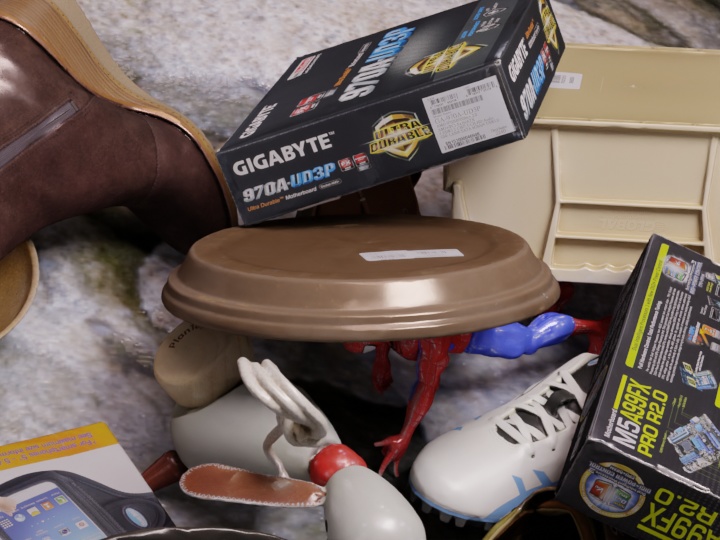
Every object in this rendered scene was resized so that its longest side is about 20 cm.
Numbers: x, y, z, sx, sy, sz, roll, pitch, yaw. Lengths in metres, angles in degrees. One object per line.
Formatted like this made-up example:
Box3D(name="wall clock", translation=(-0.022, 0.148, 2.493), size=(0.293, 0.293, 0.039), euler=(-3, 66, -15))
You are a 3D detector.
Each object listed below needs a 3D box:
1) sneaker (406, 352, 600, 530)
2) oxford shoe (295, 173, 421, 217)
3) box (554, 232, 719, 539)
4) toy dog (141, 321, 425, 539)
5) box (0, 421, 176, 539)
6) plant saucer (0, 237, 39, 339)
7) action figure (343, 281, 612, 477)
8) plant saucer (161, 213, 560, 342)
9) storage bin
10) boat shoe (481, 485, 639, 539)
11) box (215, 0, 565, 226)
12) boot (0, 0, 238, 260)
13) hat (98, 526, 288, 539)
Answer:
Box3D(name="sneaker", translation=(0.105, 0.079, 1.192), size=(0.200, 0.073, 0.072), euler=(-18, 42, -36))
Box3D(name="oxford shoe", translation=(-0.002, -0.028, 1.311), size=(0.071, 0.071, 0.200), euler=(19, 34, 2))
Box3D(name="box", translation=(0.194, 0.077, 1.137), size=(0.160, 0.044, 0.200), euler=(24, 34, 1))
Box3D(name="toy dog", translation=(-0.052, 0.102, 1.090), size=(0.132, 0.096, 0.200), euler=(46, -2, -16))
Box3D(name="box", translation=(-0.130, 0.155, 1.046), size=(0.119, 0.042, 0.200), euler=(-12, 40, -30))
Box3D(name="plant saucer", translation=(-0.273, 0.006, 1.208), size=(0.200, 0.035, 0.200), euler=(9, 36, -6))
Box3D(name="action figure", translation=(0.049, 0.053, 1.230), size=(0.065, 0.099, 0.200), euler=(38, 20, 35))
Box3D(name="plant saucer", translation=(0.000, 0.000, 1.135), size=(0.200, 0.030, 0.200), euler=(0, 12, 0))
Box3D(name="storage bin", translation=(0.156, -0.065, 1.318), size=(0.198, 0.094, 0.200), euler=(3, 19, 9))
Box3D(name="boat shoe", translation=(0.106, 0.141, 1.112), size=(0.072, 0.068, 0.200), euler=(29, 38, 25))
Box3D(name="box", translation=(0.022, -0.095, 1.238), size=(0.159, 0.046, 0.200), euler=(-16, 15, 17))
Box3D(name="boot", translation=(-0.166, -0.045, 1.236), size=(0.200, 0.072, 0.166), euler=(52, 46, -19))
Box3D(name="hat", translation=(-0.082, 0.181, 0.937), size=(0.200, 0.201, 0.081), euler=(1, 14, -16))
